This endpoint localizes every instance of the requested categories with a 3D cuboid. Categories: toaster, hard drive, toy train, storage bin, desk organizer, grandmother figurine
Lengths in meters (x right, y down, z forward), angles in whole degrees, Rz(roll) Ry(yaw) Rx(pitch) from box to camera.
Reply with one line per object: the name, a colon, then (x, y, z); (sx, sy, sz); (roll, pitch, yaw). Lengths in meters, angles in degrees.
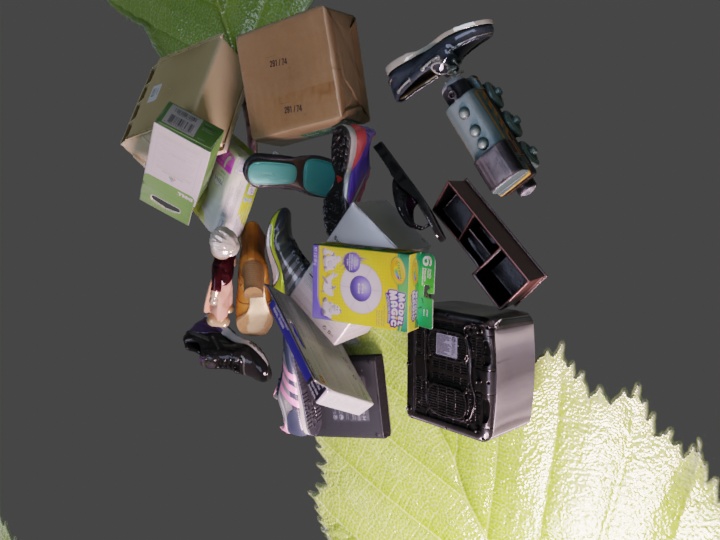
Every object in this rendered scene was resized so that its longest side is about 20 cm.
toaster: (0.167, 0.144, 1.142); (0.197, 0.116, 0.187); (7, 100, 50)
hard drive: (-0.043, 0.224, 1.349); (0.195, 0.033, 0.144); (-6, 92, 32)
toy train: (0.190, -0.199, 1.112); (0.084, 0.113, 0.203); (-34, 78, 28)
storage bin: (-0.315, -0.298, 1.366); (0.194, 0.094, 0.205); (-10, 54, 32)
desk organizer: (0.186, -0.042, 1.153); (0.072, 0.076, 0.202); (-45, 72, 26)
grandmother figurine: (-0.245, 0.010, 1.329); (0.059, 0.123, 0.203); (6, 131, -6)

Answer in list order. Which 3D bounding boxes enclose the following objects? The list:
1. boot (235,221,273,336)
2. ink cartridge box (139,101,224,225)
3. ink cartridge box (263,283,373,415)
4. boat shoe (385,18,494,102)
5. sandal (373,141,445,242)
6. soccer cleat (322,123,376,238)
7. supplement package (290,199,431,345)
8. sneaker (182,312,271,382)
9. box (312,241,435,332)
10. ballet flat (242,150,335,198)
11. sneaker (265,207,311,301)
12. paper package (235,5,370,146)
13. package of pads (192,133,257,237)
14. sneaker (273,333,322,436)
boot: (-0.194, 0.017, 1.398); (0.203, 0.069, 0.147); (102, 167, -56)
ink cartridge box: (-0.307, -0.178, 1.286); (0.102, 0.060, 0.201); (26, 140, -6)
ink cartridge box: (-0.077, 0.132, 1.232); (0.040, 0.199, 0.202); (-38, 58, 11)
boat shoe: (0.123, -0.322, 1.164); (0.196, 0.074, 0.064); (-19, 84, 33)
sandal: (0.072, -0.117, 1.217); (0.048, 0.075, 0.203); (-36, 67, 6)
soccer cleat: (-0.016, -0.142, 1.262); (0.068, 0.072, 0.206); (32, 123, 45)
supplement package: (0.000, 0.000, 1.246); (0.120, 0.120, 0.202); (45, 115, 18)
sneaker: (-0.256, 0.167, 1.432); (0.197, 0.087, 0.077); (30, 138, 29)
box: (0.019, 0.025, 1.143); (0.195, 0.048, 0.121); (6, 100, 27)
ballet flat: (-0.106, -0.168, 1.294); (0.073, 0.194, 0.075); (-176, 90, -72)
sneaker: (-0.117, -0.011, 1.357); (0.079, 0.074, 0.206); (-5, 96, 17)
paper package: (-0.098, -0.324, 1.284); (0.195, 0.103, 0.197); (-8, 92, 31)
package of pads: (-0.259, -0.166, 1.383); (0.200, 0.067, 0.158); (42, 116, 47)
sneaker: (-0.125, 0.192, 1.336); (0.080, 0.070, 0.206); (-7, 90, 29)
